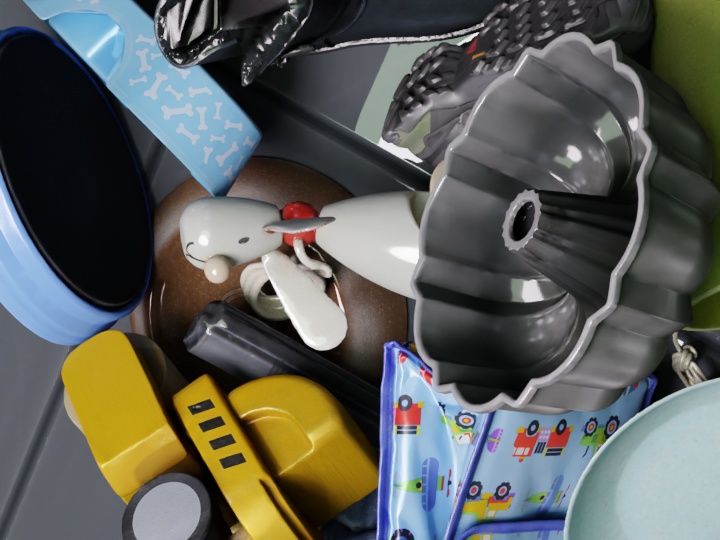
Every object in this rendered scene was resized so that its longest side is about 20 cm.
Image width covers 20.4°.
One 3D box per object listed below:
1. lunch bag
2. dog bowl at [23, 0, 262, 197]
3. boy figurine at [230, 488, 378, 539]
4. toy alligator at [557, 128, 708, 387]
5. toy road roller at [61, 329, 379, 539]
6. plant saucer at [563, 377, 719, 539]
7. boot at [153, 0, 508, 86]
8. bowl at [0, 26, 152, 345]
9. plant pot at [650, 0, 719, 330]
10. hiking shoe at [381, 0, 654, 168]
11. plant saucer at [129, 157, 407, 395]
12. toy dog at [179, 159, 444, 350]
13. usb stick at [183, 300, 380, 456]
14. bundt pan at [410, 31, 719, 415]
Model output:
[{"bbox_3d":[0.077,0.147,1.169,0.094,0.150,0.202,17,100,43],"label":"lunch bag"},{"bbox_3d":[-0.132,-0.123,1.227,0.050,0.112,0.200,-45,55,-2],"label":"dog bowl"},{"bbox_3d":[-0.042,0.169,1.270,0.198,0.125,0.065,1,140,32],"label":"boy figurine"},{"bbox_3d":[0.173,-0.016,1.163,0.059,0.054,0.201,22,150,56],"label":"toy alligator"},{"bbox_3d":[-0.077,0.109,1.205,0.145,0.123,0.200,-34,51,-1],"label":"toy road roller"},{"bbox_3d":[0.212,0.135,1.167,0.199,0.039,0.203,-4,120,-7],"label":"plant saucer"},{"bbox_3d":[-0.003,-0.160,1.154,0.198,0.168,0.077,-11,96,22],"label":"boot"},{"bbox_3d":[-0.191,-0.056,1.230,0.039,0.200,0.202,-20,93,19],"label":"bowl"},{"bbox_3d":[0.231,-0.092,1.086,0.186,0.187,0.202,-21,76,23],"label":"plant pot"},{"bbox_3d":[0.107,-0.105,1.156,0.100,0.076,0.199,35,144,-26],"label":"hiking shoe"},{"bbox_3d":[-0.068,0.029,1.289,0.198,0.037,0.203,4,101,20],"label":"plant saucer"},{"bbox_3d":[0.000,0.000,1.164,0.198,0.097,0.132,-15,137,14],"label":"toy dog"},{"bbox_3d":[-0.018,0.079,1.237,0.199,0.033,0.055,30,151,-12],"label":"usb stick"},{"bbox_3d":[0.112,-0.015,1.032,0.075,0.202,0.203,19,113,-27],"label":"bundt pan"}]
